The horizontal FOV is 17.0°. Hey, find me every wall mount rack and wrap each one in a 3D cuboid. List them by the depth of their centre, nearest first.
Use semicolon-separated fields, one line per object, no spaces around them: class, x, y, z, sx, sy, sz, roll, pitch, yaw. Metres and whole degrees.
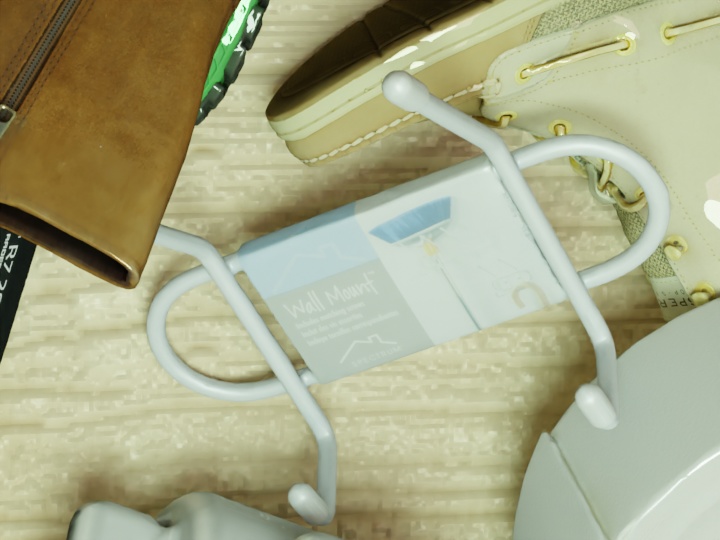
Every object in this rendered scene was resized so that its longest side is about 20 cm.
wall mount rack;0.000;0.000;0.816;0.200;0.075;0.174;-20;125;19

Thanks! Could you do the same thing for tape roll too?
tape roll;0.159;0.103;0.894;0.202;0.071;0.203;-9;127;-13

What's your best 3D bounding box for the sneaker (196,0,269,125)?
sneaker;-0.068;-0.144;0.815;0.085;0.078;0.201;2;95;-7

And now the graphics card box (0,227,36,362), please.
graphics card box;-0.161;-0.047;0.793;0.125;0.051;0.201;21;99;16

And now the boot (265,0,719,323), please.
boot;0.080;-0.043;0.872;0.200;0.073;0.156;-27;110;-8

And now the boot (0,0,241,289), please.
boot;-0.032;-0.084;0.703;0.188;0.068;0.200;27;60;-6

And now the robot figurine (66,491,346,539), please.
robot figurine;-0.024;0.151;0.873;0.200;0.113;0.170;23;138;-18
